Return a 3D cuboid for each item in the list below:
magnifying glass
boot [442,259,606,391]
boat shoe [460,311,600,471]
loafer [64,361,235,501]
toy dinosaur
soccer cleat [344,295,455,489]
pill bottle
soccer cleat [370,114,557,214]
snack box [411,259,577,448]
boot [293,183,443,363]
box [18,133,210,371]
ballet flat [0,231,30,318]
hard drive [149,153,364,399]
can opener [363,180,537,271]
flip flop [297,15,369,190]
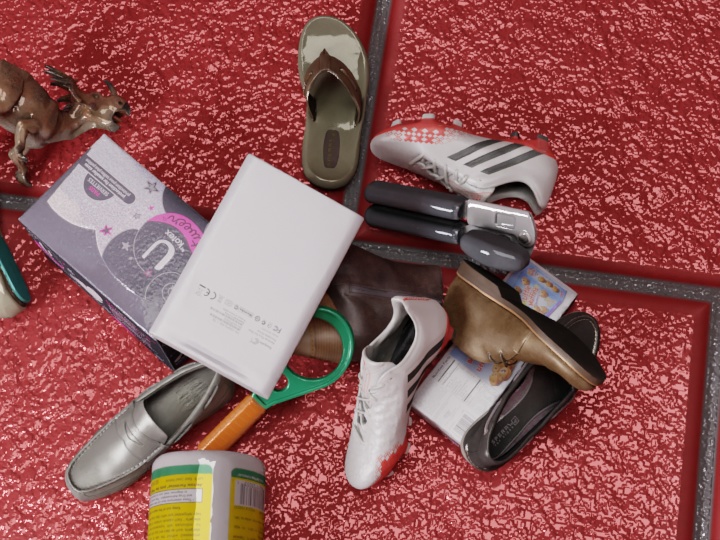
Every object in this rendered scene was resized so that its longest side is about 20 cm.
[{"bbox_3d":[-0.087,0.116,1.420,0.080,0.022,0.200,44,97,-5],"label":"magnifying glass"},{"bbox_3d":[0.156,0.071,1.390,0.200,0.073,0.076,38,101,38],"label":"boot"},{"bbox_3d":[0.180,0.121,1.409,0.067,0.057,0.200,45,76,-9],"label":"boat shoe"},{"bbox_3d":[-0.214,0.154,1.422,0.200,0.070,0.070,-40,74,-10],"label":"loafer"},{"bbox_3d":[-0.359,-0.182,1.511,0.200,0.086,0.136,35,67,-30],"label":"toy dinosaur"},{"bbox_3d":[0.023,0.117,1.393,0.068,0.085,0.201,28,94,43],"label":"soccer cleat"},{"bbox_3d":[-0.149,0.280,1.353,0.112,0.113,0.202,-1,71,3],"label":"pill bottle"},{"bbox_3d":[0.107,-0.107,1.491,0.198,0.069,0.086,8,67,1],"label":"soccer cleat"},{"bbox_3d":[0.136,0.081,1.453,0.072,0.024,0.200,36,77,13],"label":"snack box"},{"bbox_3d":[0.000,0.000,1.479,0.165,0.072,0.202,-2,69,-11],"label":"boot"},{"bbox_3d":[-0.226,-0.020,1.459,0.200,0.115,0.132,40,77,14],"label":"box"},{"bbox_3d":[-0.410,-0.037,1.505,0.069,0.070,0.201,-20,71,-4],"label":"ballet flat"},{"bbox_3d":[-0.100,0.005,1.382,0.131,0.026,0.201,29,77,-2],"label":"hard drive"},{"bbox_3d":[0.088,-0.050,1.453,0.199,0.053,0.066,16,28,30],"label":"can opener"},{"bbox_3d":[-0.033,-0.187,1.537,0.080,0.058,0.202,2,71,3],"label":"flip flop"}]
